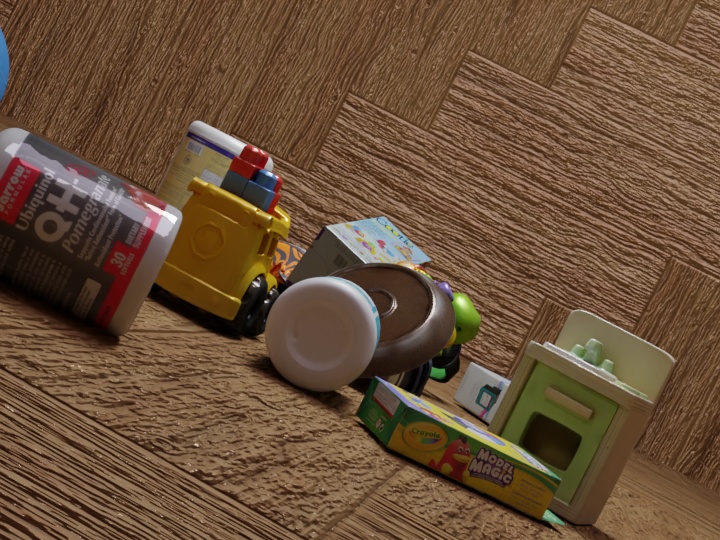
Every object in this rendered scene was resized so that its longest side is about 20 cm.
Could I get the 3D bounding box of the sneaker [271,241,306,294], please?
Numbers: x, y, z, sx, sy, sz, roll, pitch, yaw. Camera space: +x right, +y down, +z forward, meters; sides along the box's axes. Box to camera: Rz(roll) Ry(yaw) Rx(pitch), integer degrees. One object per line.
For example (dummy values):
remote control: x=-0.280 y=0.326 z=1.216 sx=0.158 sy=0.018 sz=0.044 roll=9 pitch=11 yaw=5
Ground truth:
sneaker: x=-0.110 y=0.013 z=1.957 sx=0.112 sy=0.078 sz=0.200 roll=23 pitch=18 yaw=-49

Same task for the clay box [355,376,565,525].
clay box: x=0.102 y=0.172 z=1.289 sx=0.199 sy=0.048 sz=0.115 roll=26 pitch=2 yaw=-18

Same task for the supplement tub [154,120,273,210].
supplement tub: x=-0.235 y=-0.109 z=2.075 sx=0.145 sy=0.201 sz=0.145 roll=27 pitch=2 yaw=-1

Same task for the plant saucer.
plant saucer: x=0.015 y=0.050 z=1.638 sx=0.199 sy=0.200 sz=0.032 roll=28 pitch=-40 yaw=34

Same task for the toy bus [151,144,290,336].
toy bus: x=-0.139 y=-0.039 z=1.514 sx=0.135 sy=0.193 sz=0.200 roll=26 pitch=-1 yaw=10

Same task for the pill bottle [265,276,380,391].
pill bottle: x=-0.035 y=0.062 z=1.404 sx=0.110 sy=0.111 sz=0.200 roll=27 pitch=1 yaw=3

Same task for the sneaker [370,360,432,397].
sneaker: x=0.053 y=0.119 z=1.697 sx=0.079 sy=0.079 sz=0.200 roll=21 pitch=0 yaw=-8

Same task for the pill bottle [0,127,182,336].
pill bottle: x=-0.246 y=-0.040 z=1.044 sx=0.199 sy=0.111 sz=0.111 roll=27 pitch=1 yaw=-10

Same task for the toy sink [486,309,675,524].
toy sink: x=0.225 y=0.147 z=1.435 sx=0.130 sy=0.201 sz=0.112 roll=28 pitch=1 yaw=24

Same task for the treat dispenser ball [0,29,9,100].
treat dispenser ball: x=-0.519 y=-0.247 z=1.617 sx=0.200 sy=0.202 sz=0.201 roll=27 pitch=1 yaw=-1

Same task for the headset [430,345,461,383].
headset: x=0.078 y=0.098 z=1.969 sx=0.123 sy=0.094 sz=0.201 roll=34 pitch=-25 yaw=31

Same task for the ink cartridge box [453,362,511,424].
ink cartridge box: x=0.239 y=0.215 z=2.028 sx=0.116 sy=0.068 sz=0.200 roll=27 pitch=2 yaw=-29

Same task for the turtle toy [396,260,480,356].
turtle toy: x=0.072 y=0.051 z=1.786 sx=0.199 sy=0.102 sz=0.145 roll=30 pitch=-21 yaw=-28

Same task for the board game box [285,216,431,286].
board game box: x=0.000 y=0.000 z=1.942 sx=0.105 sy=0.103 sz=0.200 roll=43 pitch=21 yaw=15
